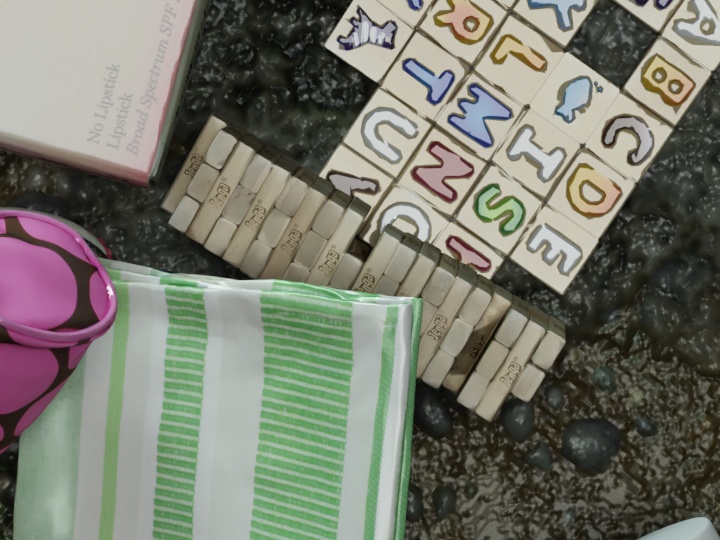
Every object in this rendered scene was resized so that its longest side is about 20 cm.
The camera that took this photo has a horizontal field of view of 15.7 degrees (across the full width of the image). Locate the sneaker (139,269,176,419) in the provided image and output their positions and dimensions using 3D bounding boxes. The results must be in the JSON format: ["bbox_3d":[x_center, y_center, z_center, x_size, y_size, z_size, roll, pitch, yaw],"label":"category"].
[{"bbox_3d":[-0.053,0.089,1.245,0.085,0.077,0.201,-21,98,-12],"label":"sneaker"}]

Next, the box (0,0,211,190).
[{"bbox_3d":[-0.174,-0.125,1.214,0.199,0.109,0.129,15,90,-3],"label":"box"}]

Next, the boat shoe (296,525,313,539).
[{"bbox_3d":[-0.017,0.123,1.185,0.071,0.064,0.201,2,92,-20],"label":"boat shoe"}]

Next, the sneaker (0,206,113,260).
[{"bbox_3d":[-0.214,0.009,1.229,0.199,0.075,0.081,1,90,-3],"label":"sneaker"}]

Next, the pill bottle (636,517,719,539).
[{"bbox_3d":[0.173,0.223,1.226,0.111,0.111,0.201,-27,91,-2],"label":"pill bottle"}]

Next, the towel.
[{"bbox_3d":[-0.068,0.075,1.166,0.199,0.023,0.154,5,94,27],"label":"towel"}]

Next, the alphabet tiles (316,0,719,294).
[{"bbox_3d":[0.068,-0.090,1.275,0.167,0.008,0.200,35,88,-2],"label":"alphabet tiles"}]

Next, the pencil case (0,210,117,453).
[{"bbox_3d":[-0.196,0.058,1.175,0.200,0.093,0.091,-48,47,31],"label":"pencil case"}]

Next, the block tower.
[{"bbox_3d":[0.000,0.000,1.243,0.199,0.058,0.054,31,97,0],"label":"block tower"}]
